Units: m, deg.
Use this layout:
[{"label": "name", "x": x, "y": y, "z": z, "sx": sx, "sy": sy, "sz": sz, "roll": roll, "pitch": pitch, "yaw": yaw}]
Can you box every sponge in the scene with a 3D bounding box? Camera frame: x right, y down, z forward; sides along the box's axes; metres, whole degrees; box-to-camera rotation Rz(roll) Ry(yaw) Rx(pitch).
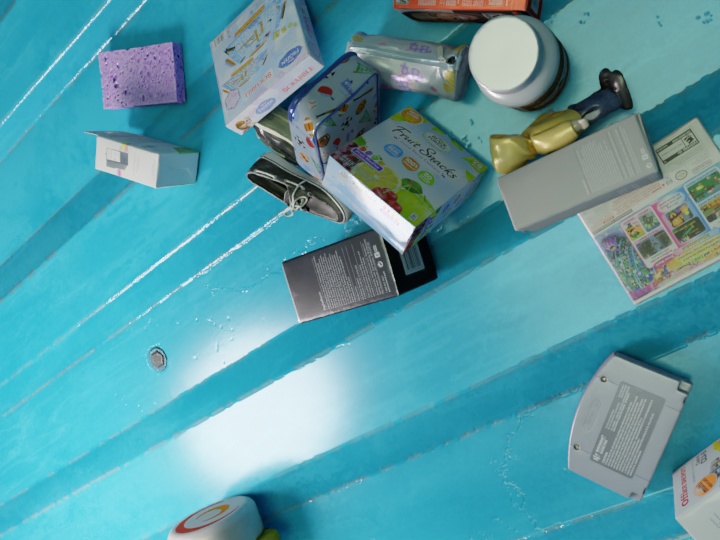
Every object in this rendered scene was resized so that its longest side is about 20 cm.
[{"label": "sponge", "x": -0.436, "y": -0.384, "z": 1.252, "sx": 0.197, "sy": 0.030, "sz": 0.114, "roll": 3, "pitch": 100, "yaw": 26}]

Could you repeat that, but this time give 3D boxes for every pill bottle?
[{"label": "pill bottle", "x": 0.215, "y": -0.280, "z": 0.854, "sx": 0.113, "sy": 0.199, "sz": 0.117, "roll": 5, "pitch": 101, "yaw": 25}]

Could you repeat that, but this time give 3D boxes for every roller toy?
[{"label": "roller toy", "x": -0.273, "y": 0.548, "z": 1.244, "sx": 0.182, "sy": 0.198, "sz": 0.142, "roll": -20, "pitch": 90, "yaw": 57}]

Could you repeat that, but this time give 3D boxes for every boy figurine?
[{"label": "boy figurine", "x": 0.271, "y": -0.205, "z": 0.883, "sx": 0.198, "sy": 0.125, "sz": 0.065, "roll": -27, "pitch": 111, "yaw": 11}]

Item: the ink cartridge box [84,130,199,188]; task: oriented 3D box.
[{"label": "ink cartridge box", "x": -0.430, "y": -0.220, "z": 1.227, "sx": 0.197, "sy": 0.117, "sz": 0.068, "roll": 19, "pitch": 109, "yaw": 22}]

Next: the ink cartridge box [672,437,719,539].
[{"label": "ink cartridge box", "x": 0.536, "y": 0.293, "z": 0.823, "sx": 0.145, "sy": 0.145, "sz": 0.201, "roll": 45, "pitch": 114, "yaw": 13}]

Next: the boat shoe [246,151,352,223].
[{"label": "boat shoe", "x": -0.108, "y": -0.132, "z": 1.090, "sx": 0.198, "sy": 0.068, "sz": 0.074, "roll": 35, "pitch": 145, "yaw": 5}]

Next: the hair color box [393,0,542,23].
[{"label": "hair color box", "x": 0.158, "y": -0.400, "z": 0.919, "sx": 0.197, "sy": 0.101, "sz": 0.062, "roll": 12, "pitch": 104, "yaw": 25}]

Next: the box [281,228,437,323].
[{"label": "box", "x": 0.000, "y": 0.000, "z": 1.027, "sx": 0.198, "sy": 0.148, "sz": 0.109, "roll": -18, "pitch": 90, "yaw": 32}]

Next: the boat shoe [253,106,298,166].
[{"label": "boat shoe", "x": -0.106, "y": -0.217, "z": 1.109, "sx": 0.199, "sy": 0.072, "sz": 0.068, "roll": 35, "pitch": 150, "yaw": 10}]

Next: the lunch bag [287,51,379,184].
[{"label": "lunch bag", "x": -0.033, "y": -0.233, "z": 0.984, "sx": 0.075, "sy": 0.200, "sz": 0.160, "roll": 40, "pitch": 76, "yaw": 13}]

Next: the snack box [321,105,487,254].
[{"label": "snack box", "x": 0.069, "y": -0.143, "z": 0.949, "sx": 0.168, "sy": 0.200, "sz": 0.068, "roll": 40, "pitch": 141, "yaw": 13}]

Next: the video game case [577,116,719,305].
[{"label": "video game case", "x": 0.427, "y": -0.079, "z": 0.884, "sx": 0.199, "sy": 0.024, "sz": 0.184, "roll": -34, "pitch": 83, "yaw": 26}]

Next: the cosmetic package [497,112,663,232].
[{"label": "cosmetic package", "x": 0.301, "y": -0.127, "z": 0.867, "sx": 0.198, "sy": 0.106, "sz": 0.092, "roll": -20, "pitch": 83, "yaw": 27}]

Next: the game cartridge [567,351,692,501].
[{"label": "game cartridge", "x": 0.392, "y": 0.230, "z": 0.945, "sx": 0.132, "sy": 0.040, "sz": 0.203, "roll": 21, "pitch": 107, "yaw": 18}]

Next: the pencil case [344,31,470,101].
[{"label": "pencil case", "x": 0.074, "y": -0.319, "z": 0.979, "sx": 0.197, "sy": 0.090, "sz": 0.085, "roll": 16, "pitch": 106, "yaw": 24}]

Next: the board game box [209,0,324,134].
[{"label": "board game box", "x": -0.166, "y": -0.369, "z": 1.074, "sx": 0.198, "sy": 0.041, "sz": 0.202, "roll": -30, "pitch": 60, "yaw": 28}]
